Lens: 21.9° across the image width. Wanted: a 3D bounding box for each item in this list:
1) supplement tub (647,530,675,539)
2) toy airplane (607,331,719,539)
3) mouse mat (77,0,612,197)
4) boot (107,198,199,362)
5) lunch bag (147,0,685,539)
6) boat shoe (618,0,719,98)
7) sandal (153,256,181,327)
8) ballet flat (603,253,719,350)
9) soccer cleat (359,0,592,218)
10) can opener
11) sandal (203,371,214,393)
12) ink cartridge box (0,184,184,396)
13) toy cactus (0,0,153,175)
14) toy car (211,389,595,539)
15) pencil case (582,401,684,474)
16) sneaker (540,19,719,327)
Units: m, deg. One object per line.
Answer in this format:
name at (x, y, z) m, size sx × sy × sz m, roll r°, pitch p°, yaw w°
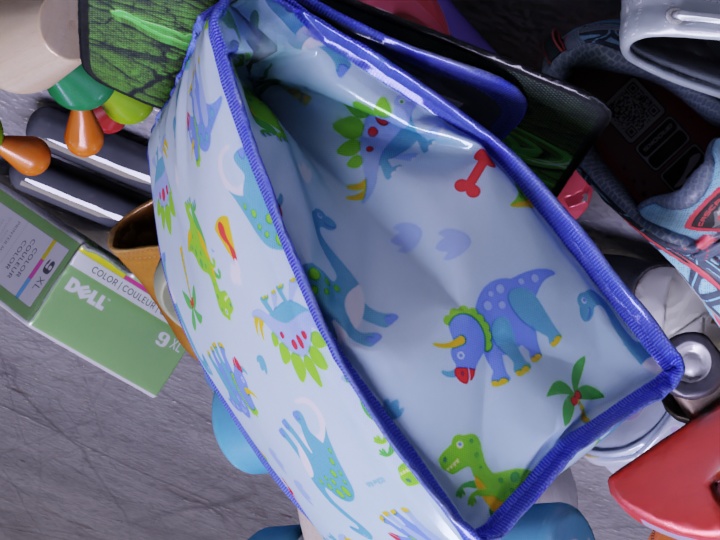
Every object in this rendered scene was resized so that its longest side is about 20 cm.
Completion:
supplement tub at (0.294, 0.232, 1.260) m, size 0.200 × 0.123 × 0.123 m, roll 24°, pitch 159°, yaw -15°
toy airplane at (0.239, 0.084, 0.834) m, size 0.200 × 0.141 × 0.199 m, roll 2°, pitch 159°, yaw -36°
mouse mat at (-0.014, -0.069, 0.705) m, size 0.200 × 0.008 × 0.161 m, roll 20°, pitch 162°, yaw -1°
boot at (0.000, 0.000, 0.835) m, size 0.201 × 0.071 × 0.144 m, roll -16°, pitch 136°, yaw 20°
lunch bag at (-0.002, 0.000, 0.689) m, size 0.200 × 0.127 × 0.170 m, roll 51°, pitch 159°, yaw 1°
boat shoe at (0.184, -0.065, 0.663) m, size 0.201 × 0.072 × 0.070 m, roll 20°, pitch 160°, yaw -2°
sandal at (-0.001, 0.049, 0.804) m, size 0.201 × 0.057 × 0.080 m, roll 25°, pitch 124°, yaw -16°
ballet flat at (0.187, 0.035, 0.935) m, size 0.200 × 0.073 × 0.073 m, roll 26°, pitch 159°, yaw -17°
soccer cleat at (0.037, -0.080, 0.771) m, size 0.067 × 0.077 × 0.200 m, roll -26°, pitch 142°, yaw 25°
can opener at (-0.094, -0.028, 1.016) m, size 0.200 × 0.053 × 0.067 m, roll 22°, pitch -165°, yaw -8°
sandal at (-0.016, 0.051, 1.127) m, size 0.200 × 0.087 × 0.079 m, roll 7°, pitch 155°, yaw 26°
ink cartridge box at (-0.162, 0.015, 1.086) m, size 0.104 × 0.059 × 0.200 m, roll 36°, pitch 175°, yaw -42°
toy cactus at (-0.163, -0.105, 0.839) m, size 0.200 × 0.102 × 0.165 m, roll 24°, pitch 164°, yaw -33°
toy car at (0.055, 0.108, 0.996) m, size 0.184 × 0.177 × 0.200 m, roll -11°, pitch 176°, yaw 31°
pencil case at (0.197, 0.108, 1.079) m, size 0.091 × 0.083 × 0.200 m, roll -27°, pitch 137°, yaw 31°
sneaker at (0.138, -0.016, 0.699) m, size 0.200 × 0.079 × 0.096 m, roll 42°, pitch -165°, yaw 13°
